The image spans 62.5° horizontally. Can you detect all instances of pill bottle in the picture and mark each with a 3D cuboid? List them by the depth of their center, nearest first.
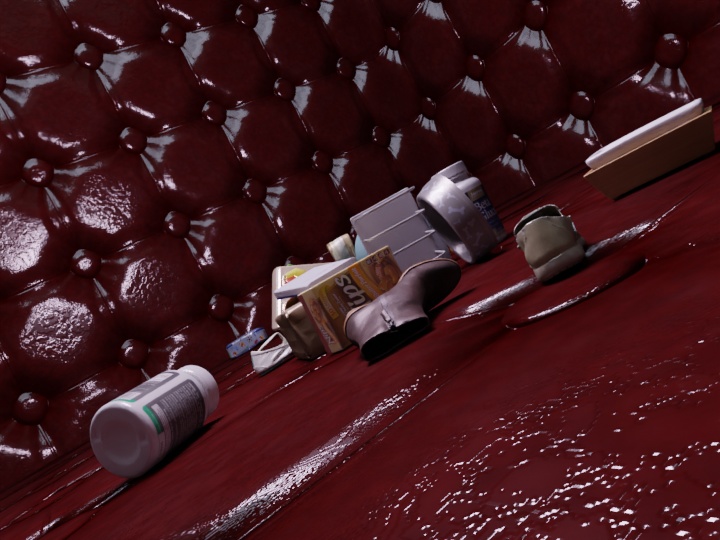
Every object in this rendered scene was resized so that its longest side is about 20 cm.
[{"bbox_3d":[-0.308,0.223,0.919,0.112,0.114,0.200,-28,1,19],"label":"pill bottle"},{"bbox_3d":[0.242,-0.141,1.350,0.110,0.202,0.111,-28,1,1],"label":"pill bottle"}]

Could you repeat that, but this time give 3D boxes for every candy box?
[{"bbox_3d":[-0.002,0.049,1.054,0.199,0.116,0.055,-29,1,-39],"label":"candy box"}]

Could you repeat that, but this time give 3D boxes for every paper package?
[{"bbox_3d":[-0.057,0.085,1.183,0.199,0.104,0.190,-30,1,-17],"label":"paper package"}]

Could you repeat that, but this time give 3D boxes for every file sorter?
[{"bbox_3d":[0.088,-0.048,1.185,0.138,0.202,0.125,-28,5,-3],"label":"file sorter"}]

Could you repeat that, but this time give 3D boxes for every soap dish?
[{"bbox_3d":[0.480,-0.197,0.974,0.199,0.082,0.157,-29,1,34],"label":"soap dish"}]

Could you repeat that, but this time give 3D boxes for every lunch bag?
[{"bbox_3d":[-0.523,0.332,2.724,0.198,0.076,0.160,-28,-1,-4],"label":"lunch bag"}]

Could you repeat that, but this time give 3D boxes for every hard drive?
[{"bbox_3d":[-0.103,0.020,1.326,0.131,0.026,0.199,-32,9,-28],"label":"hard drive"}]

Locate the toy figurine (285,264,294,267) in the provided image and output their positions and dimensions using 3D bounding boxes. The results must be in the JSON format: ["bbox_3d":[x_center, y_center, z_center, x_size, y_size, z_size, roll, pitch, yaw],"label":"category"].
[{"bbox_3d":[-0.077,0.057,1.522,0.182,0.202,0.150,-15,13,18],"label":"toy figurine"}]

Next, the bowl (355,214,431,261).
[{"bbox_3d":[0.065,-0.050,1.350,0.200,0.203,0.104,-29,9,-36],"label":"bowl"}]

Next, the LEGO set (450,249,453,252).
[{"bbox_3d":[0.238,-0.114,1.538,0.114,0.156,0.200,-11,8,-1],"label":"LEGO set"}]

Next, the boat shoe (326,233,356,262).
[{"bbox_3d":[0.000,0.000,1.401,0.066,0.201,0.074,-37,30,2],"label":"boat shoe"}]

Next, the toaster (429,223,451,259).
[{"bbox_3d":[0.120,-0.029,1.521,0.198,0.120,0.181,-29,0,-10],"label":"toaster"}]

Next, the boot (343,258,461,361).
[{"bbox_3d":[0.073,0.054,0.811,0.198,0.073,0.166,-28,13,-6],"label":"boot"}]

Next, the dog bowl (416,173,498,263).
[{"bbox_3d":[0.188,-0.098,1.188,0.059,0.201,0.200,-41,1,-2],"label":"dog bowl"}]

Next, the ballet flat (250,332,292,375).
[{"bbox_3d":[-0.160,0.161,1.332,0.199,0.070,0.069,-29,1,-30],"label":"ballet flat"}]

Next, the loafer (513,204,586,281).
[{"bbox_3d":[0.221,-0.041,0.699,0.075,0.069,0.200,-28,1,15],"label":"loafer"}]

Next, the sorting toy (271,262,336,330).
[{"bbox_3d":[-0.118,0.053,1.429,0.197,0.187,0.037,-7,-39,1],"label":"sorting toy"}]
